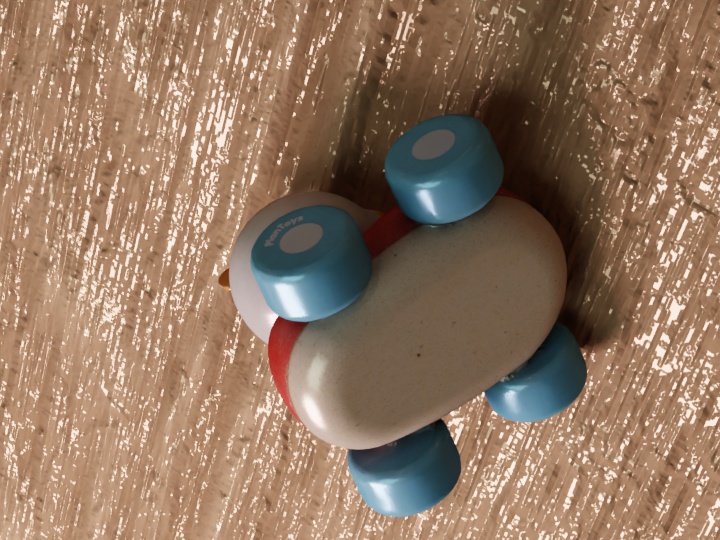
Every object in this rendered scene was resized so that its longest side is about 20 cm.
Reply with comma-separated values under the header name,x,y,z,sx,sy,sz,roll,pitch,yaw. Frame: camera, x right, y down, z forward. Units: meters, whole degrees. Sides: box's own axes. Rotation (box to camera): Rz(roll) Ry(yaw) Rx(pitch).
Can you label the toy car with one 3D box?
name,x,y,z,sx,sy,sz,roll,pitch,yaw
toy car,0.000,0.000,1.366,0.200,0.177,0.184,37,158,51
